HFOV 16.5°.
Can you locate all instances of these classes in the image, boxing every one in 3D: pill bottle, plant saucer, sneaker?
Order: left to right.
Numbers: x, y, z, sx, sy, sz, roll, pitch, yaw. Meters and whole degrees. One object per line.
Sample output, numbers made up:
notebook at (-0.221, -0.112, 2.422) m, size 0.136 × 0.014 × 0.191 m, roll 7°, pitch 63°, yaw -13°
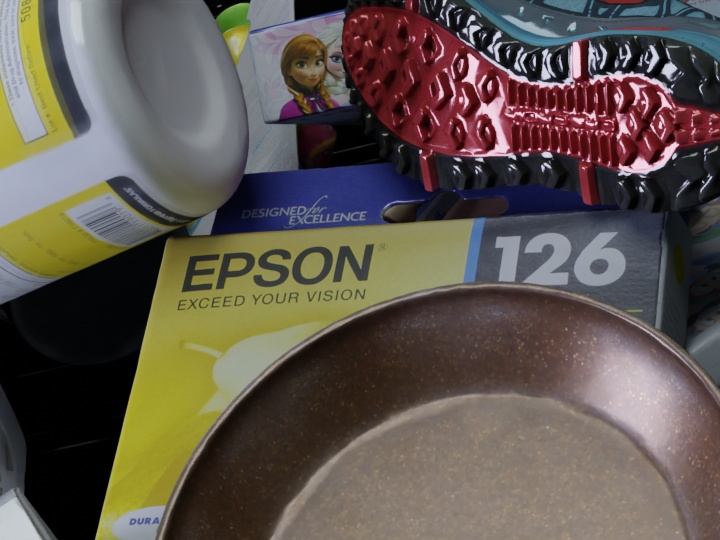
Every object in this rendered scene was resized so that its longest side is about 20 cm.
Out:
pill bottle at (-0.151, -0.043, 0.958) m, size 0.199 × 0.112 × 0.112 m, roll -22°, pitch 36°, yaw 24°
pill bottle at (-0.150, -0.044, 1.134) m, size 0.111 × 0.112 × 0.200 m, roll -29°, pitch 39°, yaw -9°
plant saucer at (0.031, 0.096, 0.787) m, size 0.199 × 0.037 × 0.201 m, roll -9°, pitch 53°, yaw 13°
sneaker at (0.081, -0.067, 0.917) m, size 0.199 × 0.080 × 0.095 m, roll 20°, pitch 25°, yaw 39°

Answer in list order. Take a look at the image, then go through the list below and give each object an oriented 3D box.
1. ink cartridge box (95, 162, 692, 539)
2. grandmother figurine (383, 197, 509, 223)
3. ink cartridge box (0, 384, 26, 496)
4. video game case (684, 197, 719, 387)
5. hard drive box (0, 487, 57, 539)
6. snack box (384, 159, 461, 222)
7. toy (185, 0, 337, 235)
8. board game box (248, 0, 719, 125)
ink cartridge box at (0.017, 0.028, 0.892) m, size 0.196 × 0.047 × 0.201 m, roll -4°, pitch 56°, yaw 19°
grandmother figurine at (0.037, 0.005, 0.966) m, size 0.199 × 0.061 × 0.121 m, roll -36°, pitch 30°, yaw -4°
ink cartridge box at (-0.244, 0.091, 1.008) m, size 0.199 × 0.086 × 0.146 m, roll -23°, pitch 15°, yaw -1°
video game case at (0.112, 0.003, 0.973) m, size 0.199 × 0.024 × 0.182 m, roll -34°, pitch 21°, yaw -10°
hard drive box at (-0.146, 0.194, 0.793) m, size 0.199 × 0.077 × 0.156 m, roll -33°, pitch 58°, yaw -6°
snack box at (0.000, 0.000, 1.064) m, size 0.072 × 0.024 × 0.200 m, roll -5°, pitch 37°, yaw 51°
toy at (-0.042, -0.051, 1.123) m, size 0.115 × 0.047 × 0.201 m, roll -56°, pitch 26°, yaw 32°
board game box at (0.074, -0.100, 1.059) m, size 0.199 × 0.041 × 0.199 m, roll -11°, pitch 0°, yaw 13°
